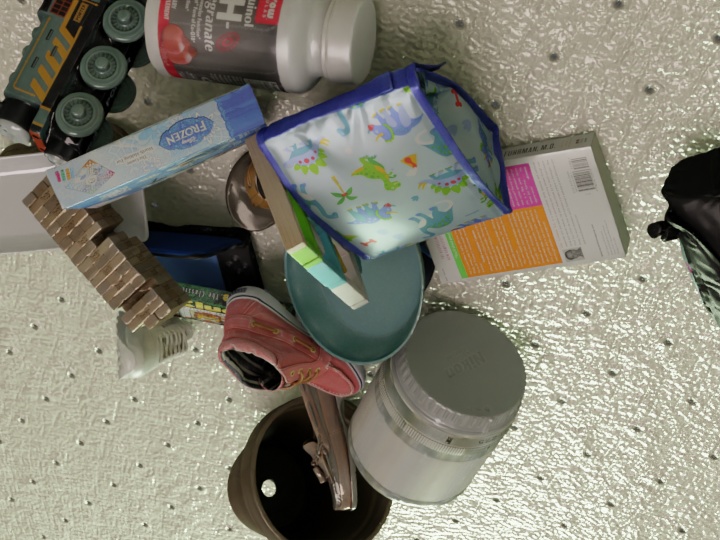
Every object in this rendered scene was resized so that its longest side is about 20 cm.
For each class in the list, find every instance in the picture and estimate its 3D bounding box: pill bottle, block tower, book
[{"bbox_3d":[-0.091,-0.226,1.207,0.200,0.111,0.111,9,134,15],"label":"pill bottle"},{"bbox_3d":[-0.270,-0.024,1.354,0.054,0.058,0.200,-41,88,19],"label":"block tower"},{"bbox_3d":[0.157,-0.062,1.306,0.200,0.048,0.134,-7,125,27],"label":"book"}]

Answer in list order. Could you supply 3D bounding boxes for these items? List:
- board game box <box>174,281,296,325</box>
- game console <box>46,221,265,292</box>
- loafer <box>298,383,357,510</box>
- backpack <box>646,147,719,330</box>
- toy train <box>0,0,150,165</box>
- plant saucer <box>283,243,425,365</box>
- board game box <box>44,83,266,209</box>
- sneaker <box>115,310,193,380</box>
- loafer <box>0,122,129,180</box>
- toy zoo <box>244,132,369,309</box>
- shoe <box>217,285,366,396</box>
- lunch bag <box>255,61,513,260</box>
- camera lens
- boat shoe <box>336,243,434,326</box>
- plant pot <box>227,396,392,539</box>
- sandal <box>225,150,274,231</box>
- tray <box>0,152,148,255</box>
[{"bbox_3d":[-0.174,0.042,1.503,0.200,0.023,0.105,11,162,-1],"label":"board game box"},{"bbox_3d":[-0.231,0.004,1.478,0.200,0.118,0.171,6,133,19],"label":"game console"},{"bbox_3d":[-0.047,0.191,1.542,0.063,0.200,0.072,-7,175,-13],"label":"loafer"},{"bbox_3d":[0.379,-0.020,1.194,0.167,0.127,0.200,1,134,37],"label":"backpack"},{"bbox_3d":[-0.277,-0.199,1.261,0.114,0.200,0.085,22,166,5],"label":"toy train"},{"bbox_3d":[0.000,0.000,1.380,0.200,0.036,0.200,11,107,41],"label":"plant saucer"},{"bbox_3d":[-0.187,-0.115,1.240,0.199,0.200,0.043,-23,94,-1],"label":"board game box"},{"bbox_3d":[-0.246,0.083,1.525,0.080,0.200,0.076,4,100,-3],"label":"sneaker"},{"bbox_3d":[-0.336,-0.113,1.448,0.200,0.067,0.076,-11,126,31],"label":"loafer"},{"bbox_3d":[-0.044,-0.041,1.268,0.020,0.131,0.200,-27,153,11],"label":"toy zoo"},{"bbox_3d":[-0.077,0.107,1.441,0.071,0.091,0.200,-29,125,36],"label":"shoe"},{"bbox_3d":[0.024,-0.112,1.207,0.170,0.128,0.200,-20,152,24],"label":"lunch bag"},{"bbox_3d":[0.084,0.161,1.463,0.160,0.160,0.200,25,136,-1],"label":"camera lens"},{"bbox_3d":[0.013,0.042,1.446,0.084,0.069,0.200,26,136,-2],"label":"boat shoe"},{"bbox_3d":[-0.084,0.268,1.636,0.200,0.200,0.174,40,150,-16],"label":"plant pot"},{"bbox_3d":[-0.082,-0.099,1.358,0.082,0.055,0.200,47,132,-14],"label":"sandal"},{"bbox_3d":[-0.328,-0.076,1.403,0.200,0.022,0.107,-5,92,10],"label":"tray"}]
